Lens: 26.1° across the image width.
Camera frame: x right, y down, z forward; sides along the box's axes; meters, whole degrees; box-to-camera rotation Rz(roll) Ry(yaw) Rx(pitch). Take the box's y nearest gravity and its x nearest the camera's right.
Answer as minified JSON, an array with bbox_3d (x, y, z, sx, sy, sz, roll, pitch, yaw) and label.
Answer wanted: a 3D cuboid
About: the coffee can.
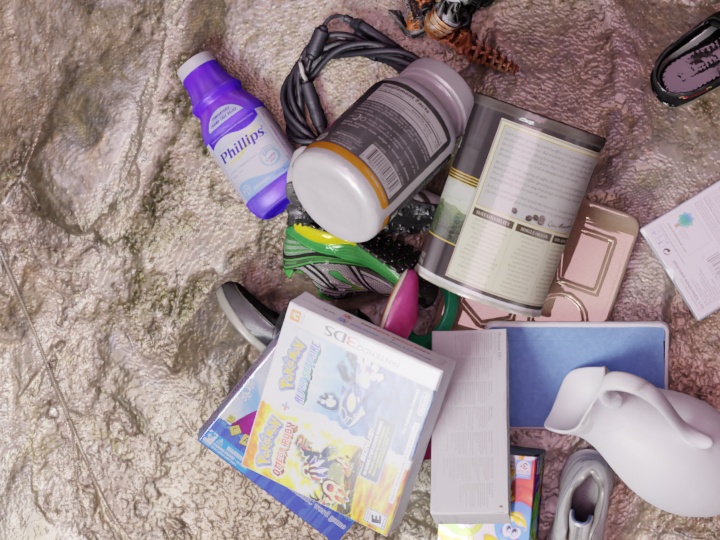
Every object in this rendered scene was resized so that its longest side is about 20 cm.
[{"bbox_3d":[0.157,-0.069,1.641,0.146,0.146,0.201,21,97,11],"label":"coffee can"}]

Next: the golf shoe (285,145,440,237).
[{"bbox_3d":[0.013,-0.094,1.723,0.199,0.078,0.095,7,63,-24],"label":"golf shoe"}]

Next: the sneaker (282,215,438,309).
[{"bbox_3d":[0.000,0.000,1.747,0.199,0.078,0.086,24,112,27],"label":"sneaker"}]

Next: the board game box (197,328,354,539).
[{"bbox_3d":[-0.042,0.166,1.716,0.200,0.041,0.200,37,99,-10],"label":"board game box"}]

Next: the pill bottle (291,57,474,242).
[{"bbox_3d":[0.029,-0.131,1.641,0.116,0.117,0.200,38,58,10],"label":"pill bottle"}]

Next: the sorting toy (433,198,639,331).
[{"bbox_3d":[0.195,0.007,1.731,0.184,0.036,0.201,19,97,11],"label":"sorting toy"}]

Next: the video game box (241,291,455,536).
[{"bbox_3d":[-0.016,0.150,1.625,0.181,0.047,0.201,24,110,19],"label":"video game box"}]

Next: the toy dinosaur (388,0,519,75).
[{"bbox_3d":[0.107,-0.301,1.739,0.200,0.102,0.136,41,112,-8],"label":"toy dinosaur"}]

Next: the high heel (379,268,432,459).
[{"bbox_3d":[0.058,0.102,1.648,0.095,0.067,0.201,15,98,2],"label":"high heel"}]

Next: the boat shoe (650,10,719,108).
[{"bbox_3d":[0.403,-0.247,1.678,0.201,0.063,0.074,-34,80,7],"label":"boat shoe"}]

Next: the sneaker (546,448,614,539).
[{"bbox_3d":[0.230,0.296,1.687,0.074,0.087,0.202,7,91,10],"label":"sneaker"}]

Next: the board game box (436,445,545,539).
[{"bbox_3d":[0.139,0.294,1.697,0.104,0.103,0.202,4,89,12],"label":"board game box"}]

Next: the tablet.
[{"bbox_3d":[0.236,0.115,1.701,0.198,0.014,0.131,0,112,8],"label":"tablet"}]

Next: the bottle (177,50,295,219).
[{"bbox_3d":[-0.137,-0.158,1.782,0.083,0.065,0.201,-35,82,10],"label":"bottle"}]

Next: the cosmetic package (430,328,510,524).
[{"bbox_3d":[0.117,0.164,1.637,0.082,0.051,0.201,-2,66,11],"label":"cosmetic package"}]

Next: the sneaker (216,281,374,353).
[{"bbox_3d":[-0.063,0.058,1.759,0.200,0.075,0.106,41,99,-1],"label":"sneaker"}]

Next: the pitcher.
[{"bbox_3d":[0.313,0.171,1.620,0.199,0.172,0.122,30,72,-6],"label":"pitcher"}]

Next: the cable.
[{"bbox_3d":[0.004,-0.185,1.762,0.200,0.051,0.164,37,96,9],"label":"cable"}]

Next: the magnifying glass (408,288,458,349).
[{"bbox_3d":[0.048,0.092,1.750,0.080,0.022,0.201,40,104,45],"label":"magnifying glass"}]

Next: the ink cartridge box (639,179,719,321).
[{"bbox_3d":[0.418,-0.047,1.681,0.199,0.042,0.120,-33,83,12],"label":"ink cartridge box"}]
